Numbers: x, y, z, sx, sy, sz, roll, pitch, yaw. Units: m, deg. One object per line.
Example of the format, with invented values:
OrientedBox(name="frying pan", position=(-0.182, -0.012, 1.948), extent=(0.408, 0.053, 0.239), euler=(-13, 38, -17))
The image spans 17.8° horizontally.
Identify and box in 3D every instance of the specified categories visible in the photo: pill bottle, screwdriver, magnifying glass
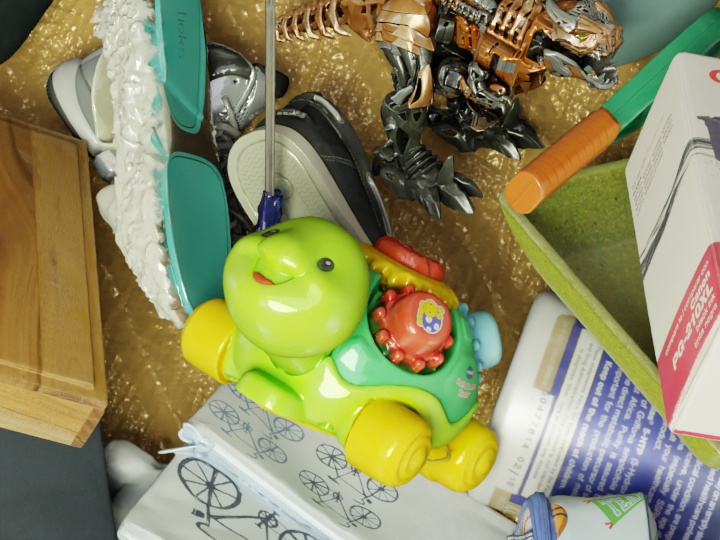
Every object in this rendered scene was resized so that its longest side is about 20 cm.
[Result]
OrientedBox(name="pill bottle", position=(0.167, 0.097, 1.204), extent=(0.200, 0.120, 0.120), euler=(20, 90, 5))
OrientedBox(name="screwdriver", position=(-0.042, -0.053, 1.163), extent=(0.029, 0.028, 0.200), euler=(-4, 126, -16))
OrientedBox(name="magnifying glass", position=(0.136, -0.081, 1.188), extent=(0.022, 0.200, 0.080), euler=(47, 136, 7))

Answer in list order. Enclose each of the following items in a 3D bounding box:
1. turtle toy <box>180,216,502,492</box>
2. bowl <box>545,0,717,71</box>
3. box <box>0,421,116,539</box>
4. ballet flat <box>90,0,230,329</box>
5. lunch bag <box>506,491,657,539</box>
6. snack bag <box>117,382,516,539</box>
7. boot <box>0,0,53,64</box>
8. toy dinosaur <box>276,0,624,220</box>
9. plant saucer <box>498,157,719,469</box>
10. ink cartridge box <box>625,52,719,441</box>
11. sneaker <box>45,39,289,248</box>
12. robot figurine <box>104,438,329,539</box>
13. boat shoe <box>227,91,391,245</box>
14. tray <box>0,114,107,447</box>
OrientedBox(name="turtle toy", position=(-0.006, 0.031, 1.114), extent=(0.146, 0.200, 0.101), euler=(30, 96, 27))
OrientedBox(name="bowl", position=(0.116, -0.211, 1.224), extent=(0.201, 0.105, 0.201), euler=(0, 89, 3))
OrientedBox(name="box", position=(-0.229, 0.149, 1.180), extent=(0.196, 0.124, 0.200), euler=(-11, 87, 42))
OrientedBox(name="ballet flat", position=(-0.108, -0.060, 1.196), extent=(0.072, 0.072, 0.200), euler=(-6, 73, 3))
OrientedBox(name="lunch bag", position=(0.107, 0.207, 1.132), extent=(0.075, 0.200, 0.160), euler=(0, 59, -1))
OrientedBox(name="snack bag", position=(-0.018, 0.134, 1.185), extent=(0.188, 0.200, 0.021), euler=(33, 118, 4))
OrientedBox(name="boot", position=(-0.125, -0.189, 1.249), extent=(0.168, 0.076, 0.200), euler=(14, 81, 7))
OrientedBox(name="toy dinosaur", position=(0.047, -0.115, 1.211), extent=(0.102, 0.200, 0.136), euler=(-25, 124, -28))
OrientedBox(name="plant saucer", position=(0.194, 0.020, 1.171), extent=(0.200, 0.048, 0.200), euler=(-13, 48, -32))
OrientedBox(name="ink cartridge box", position=(0.216, -0.007, 1.105), extent=(0.145, 0.200, 0.084), euler=(10, 129, -9))
OrientedBox(name="sneaker", position=(-0.075, -0.054, 1.248), extent=(0.115, 0.075, 0.200), euler=(-34, 86, 0))
OrientedBox(name="robot figurine", position=(-0.068, 0.172, 1.220), extent=(0.200, 0.113, 0.170), euler=(33, 62, 5))
OrientedBox(name="boat shoe", position=(0.000, 0.000, 1.234), extent=(0.072, 0.068, 0.200), euler=(-15, 111, 29))
OrientedBox(name="tray", position=(-0.181, -0.006, 1.139), extent=(0.099, 0.200, 0.037), euler=(18, 125, -24))
